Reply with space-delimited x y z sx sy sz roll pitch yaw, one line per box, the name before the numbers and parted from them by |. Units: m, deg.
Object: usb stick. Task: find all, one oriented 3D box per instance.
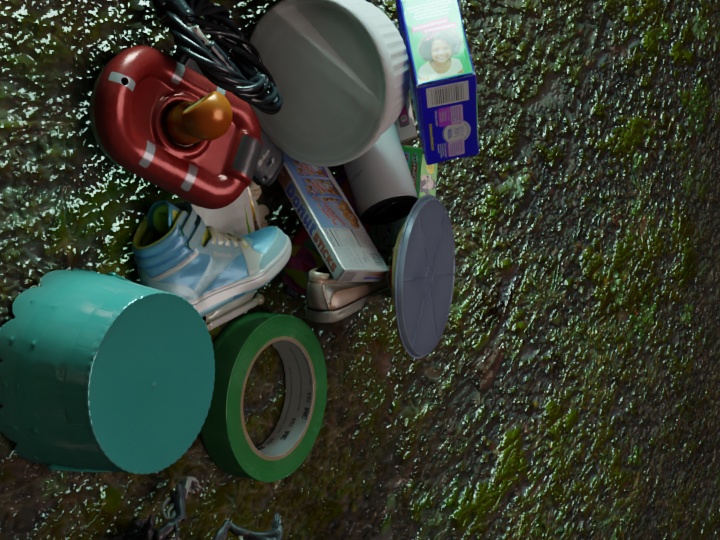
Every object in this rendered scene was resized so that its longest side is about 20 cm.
usb stick | -0.154 -0.174 1.422 0.200 0.032 0.056 49 54 -40

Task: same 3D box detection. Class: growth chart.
growth chart | -0.153 -0.037 1.465 0.144 0.018 0.203 -20 110 -54

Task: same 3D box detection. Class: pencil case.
pencil case | -0.032 -0.051 1.586 0.201 0.087 0.089 -59 137 -33

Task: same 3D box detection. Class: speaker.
speaker | 0.010 -0.160 1.563 0.081 0.081 0.202 16 52 -55

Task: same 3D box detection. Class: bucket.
bucket | -0.249 0.104 1.236 0.206 0.133 0.210 -12 105 -54

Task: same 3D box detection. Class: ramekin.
ramekin | -0.031 -0.231 1.465 0.094 0.200 0.205 -32 119 -53

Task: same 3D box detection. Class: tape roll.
tape roll | -0.116 0.153 1.513 0.199 0.048 0.204 -9 101 -55

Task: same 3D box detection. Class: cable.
cable | -0.141 -0.238 1.358 0.051 0.163 0.200 -46 160 10

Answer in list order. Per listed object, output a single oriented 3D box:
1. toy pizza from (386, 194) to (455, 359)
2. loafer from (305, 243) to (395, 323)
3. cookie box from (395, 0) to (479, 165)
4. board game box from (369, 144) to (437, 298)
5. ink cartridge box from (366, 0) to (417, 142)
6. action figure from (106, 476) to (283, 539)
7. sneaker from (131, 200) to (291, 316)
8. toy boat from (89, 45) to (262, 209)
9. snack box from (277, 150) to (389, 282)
toy pizza | 0.072 0.007 1.534 0.200 0.031 0.203 5 90 -67
loafer | 0.000 0.000 1.507 0.200 0.071 0.064 -35 125 -51
cookie box | 0.092 -0.264 1.523 0.172 0.074 0.202 77 3 -62
board game box | 0.049 -0.065 1.644 0.029 0.134 0.203 -2 101 -32
ink cartridge box | 0.025 -0.274 1.633 0.037 0.095 0.202 -21 114 -16
action figure | -0.192 0.302 1.374 0.197 0.102 0.120 11 117 -18
sneaker | -0.165 -0.033 1.371 0.199 0.079 0.132 -32 119 -35
toy boat | -0.179 -0.155 1.289 0.199 0.130 0.132 27 69 -29
snack box | -0.040 -0.067 1.492 0.071 0.201 0.024 0 137 -40
